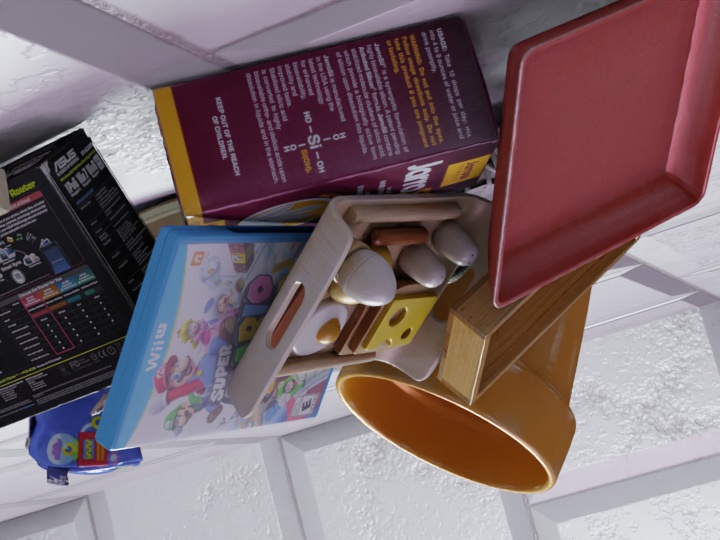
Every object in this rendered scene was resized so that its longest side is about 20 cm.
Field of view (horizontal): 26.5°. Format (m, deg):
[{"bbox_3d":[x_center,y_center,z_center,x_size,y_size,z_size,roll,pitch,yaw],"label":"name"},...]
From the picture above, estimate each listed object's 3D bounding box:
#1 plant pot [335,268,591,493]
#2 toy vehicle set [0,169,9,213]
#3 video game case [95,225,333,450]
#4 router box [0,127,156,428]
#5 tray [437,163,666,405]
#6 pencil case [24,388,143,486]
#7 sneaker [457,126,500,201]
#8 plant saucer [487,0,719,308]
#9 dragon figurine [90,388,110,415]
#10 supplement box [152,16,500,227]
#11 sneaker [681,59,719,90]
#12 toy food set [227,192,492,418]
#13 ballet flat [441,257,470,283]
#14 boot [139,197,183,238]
[{"bbox_3d":[0.107,0.061,1.291,0.200,0.184,0.200,24,159,10],"label":"plant pot"},{"bbox_3d":[-0.309,-0.043,0.850,0.124,0.027,0.200,-19,164,23],"label":"toy vehicle set"},{"bbox_3d":[-0.074,0.039,0.980,0.018,0.143,0.200,30,-161,33],"label":"video game case"},{"bbox_3d":[-0.224,0.014,0.999,0.200,0.150,0.062,-21,-160,29],"label":"router box"},{"bbox_3d":[0.135,0.000,1.090,0.200,0.037,0.099,-42,158,-25],"label":"tray"},{"bbox_3d":[-0.209,0.055,1.131,0.087,0.201,0.078,-3,178,-2],"label":"pencil case"},{"bbox_3d":[0.078,-0.084,1.181,0.200,0.076,0.115,-21,167,-36],"label":"sneaker"},{"bbox_3d":[0.158,-0.095,0.982,0.199,0.037,0.200,-26,137,-28],"label":"plant saucer"},{"bbox_3d":[-0.101,0.071,1.061,0.059,0.100,0.200,-21,-165,29],"label":"dragon figurine"},{"bbox_3d":[-0.023,-0.083,0.971,0.199,0.086,0.110,-14,169,-6],"label":"supplement box"},{"bbox_3d":[0.304,-0.164,1.064,0.199,0.078,0.080,-11,-179,-12],"label":"sneaker"},{"bbox_3d":[0.015,0.025,0.990,0.200,0.060,0.144,-4,130,-53],"label":"toy food set"},{"bbox_3d":[0.000,0.000,1.132,0.200,0.068,0.075,-13,177,23],"label":"ballet flat"},{"bbox_3d":[-0.088,0.015,1.197,0.199,0.155,0.072,-10,172,-7],"label":"boot"}]
